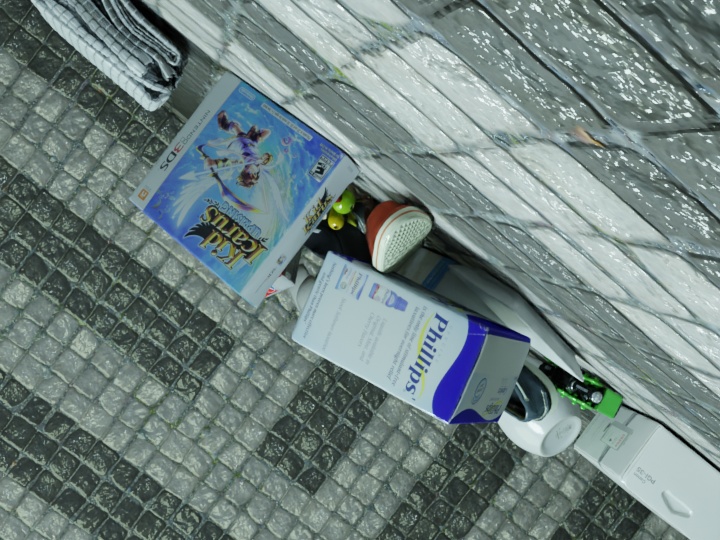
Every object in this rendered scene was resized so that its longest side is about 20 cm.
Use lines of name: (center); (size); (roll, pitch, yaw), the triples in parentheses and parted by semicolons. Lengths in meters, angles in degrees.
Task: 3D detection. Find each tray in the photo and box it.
tray: (0.179, 0.054, 1.180); (0.107, 0.022, 0.200); (36, 177, 43)

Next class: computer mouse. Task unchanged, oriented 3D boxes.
computer mouse: (-0.066, -0.052, 1.295); (0.138, 0.047, 0.199); (13, -171, -29)

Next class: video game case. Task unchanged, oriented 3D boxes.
video game case: (-0.129, -0.092, 1.148); (0.199, 0.182, 0.045); (36, 178, 30)

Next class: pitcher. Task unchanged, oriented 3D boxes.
pitcher: (0.238, 0.168, 1.603); (0.201, 0.120, 0.173); (51, 172, 40)

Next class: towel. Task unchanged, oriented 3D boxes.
towel: (-0.291, -0.284, 1.263); (0.199, 0.086, 0.165); (40, 176, -12)

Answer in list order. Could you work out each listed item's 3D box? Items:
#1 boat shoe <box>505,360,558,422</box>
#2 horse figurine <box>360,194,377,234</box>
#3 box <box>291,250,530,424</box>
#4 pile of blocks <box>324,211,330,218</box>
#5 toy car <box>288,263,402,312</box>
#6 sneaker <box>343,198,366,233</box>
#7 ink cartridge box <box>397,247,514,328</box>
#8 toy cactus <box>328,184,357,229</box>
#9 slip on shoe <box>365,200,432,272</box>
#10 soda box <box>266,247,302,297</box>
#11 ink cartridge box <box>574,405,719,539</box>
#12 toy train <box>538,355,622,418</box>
boat shoe: (0.168, 0.132, 1.391); (0.061, 0.076, 0.200); (-15, -138, -35)
horse figurine: (0.024, 0.007, 1.327); (0.049, 0.204, 0.132); (-7, -177, -17)
box: (0.060, 0.074, 1.141); (0.198, 0.106, 0.183); (26, -176, 24)
pile of blocks: (-0.075, -0.087, 1.485); (0.199, 0.082, 0.063); (39, -139, -13)
toy car: (-0.004, 0.042, 1.581); (0.152, 0.173, 0.200); (65, 173, -15)
sneaker: (0.000, 0.000, 1.420); (0.073, 0.204, 0.085); (2, -163, -6)
ink cartridge box: (0.109, 0.034, 1.351); (0.115, 0.068, 0.200); (40, 177, -15)
toy cactus: (-0.063, -0.097, 1.267); (0.198, 0.104, 0.164); (15, 178, 38)
slip on shoe: (0.031, -0.041, 1.105); (0.061, 0.074, 0.200); (49, 180, 4)
soda box: (-0.121, -0.068, 1.535); (0.063, 0.203, 0.070); (-22, 134, 36)
ink cartridge box: (0.363, 0.246, 1.305); (0.146, 0.083, 0.200); (39, 179, -4)
toy train: (0.275, 0.147, 1.355); (0.056, 0.042, 0.200); (27, 180, -10)
